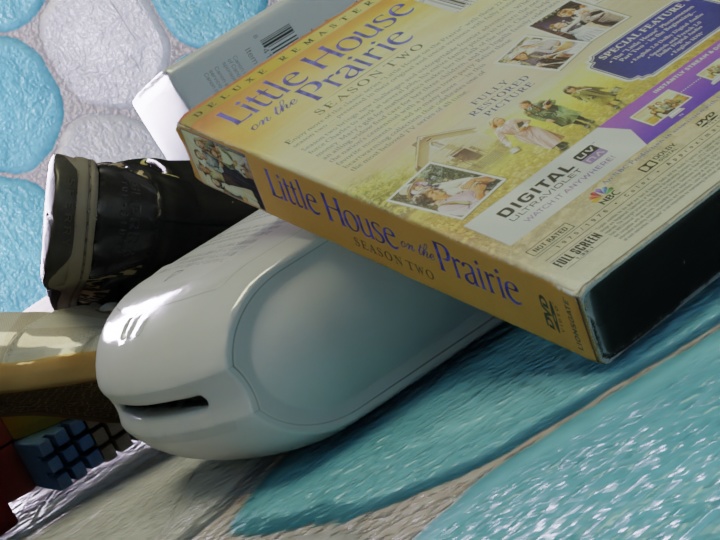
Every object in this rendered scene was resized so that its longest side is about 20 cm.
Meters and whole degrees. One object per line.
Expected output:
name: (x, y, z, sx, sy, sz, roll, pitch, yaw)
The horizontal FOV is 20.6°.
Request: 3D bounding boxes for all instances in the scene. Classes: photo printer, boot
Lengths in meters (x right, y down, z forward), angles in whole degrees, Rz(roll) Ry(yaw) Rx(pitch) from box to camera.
photo printer: (0.000, 0.000, 0.720, 0.200, 0.069, 0.166, -33, 9, -22)
boot: (-0.065, -0.015, 0.898, 0.150, 0.073, 0.200, 3, -5, -5)

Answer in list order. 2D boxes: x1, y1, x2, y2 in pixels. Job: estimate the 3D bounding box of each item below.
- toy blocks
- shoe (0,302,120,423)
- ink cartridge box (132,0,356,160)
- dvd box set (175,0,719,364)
toy blocks: (-0.160, 0.067, 0.943, 0.200, 0.100, 0.137, -35, 19, -32)
shoe: (-0.137, 0.035, 0.851, 0.200, 0.053, 0.070, -6, -21, 5)
ink cartridge box: (0.002, -0.089, 1.081, 0.200, 0.145, 0.083, -33, 4, -21)
dvd box set: (0.054, -0.049, 0.626, 0.146, 0.029, 0.200, -36, 36, -25)
